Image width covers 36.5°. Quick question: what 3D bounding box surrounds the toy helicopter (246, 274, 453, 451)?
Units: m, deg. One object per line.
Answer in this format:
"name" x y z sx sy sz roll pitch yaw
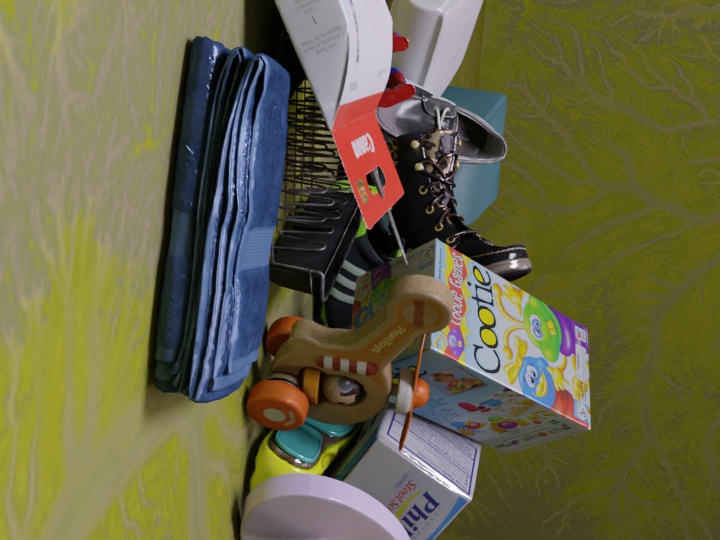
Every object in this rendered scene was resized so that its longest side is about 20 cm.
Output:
"toy helicopter" 0.011 0.067 0.814 0.200 0.132 0.079 -44 -156 46

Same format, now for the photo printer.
"photo printer" 0.076 -0.257 1.198 0.167 0.069 0.201 -56 169 -37

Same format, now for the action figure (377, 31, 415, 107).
"action figure" 0.008 -0.187 0.948 0.200 0.051 0.066 -107 -178 -72

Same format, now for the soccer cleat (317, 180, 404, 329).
"soccer cleat" 0.000 0.000 1.044 0.201 0.080 0.068 88 13 -45

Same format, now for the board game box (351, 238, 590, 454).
"board game box" 0.098 0.072 0.952 0.199 0.104 0.104 28 53 -34

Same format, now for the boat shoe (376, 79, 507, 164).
"boat shoe" 0.076 -0.154 1.131 0.199 0.071 0.073 6 101 -41

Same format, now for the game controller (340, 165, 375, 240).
"game controller" 0.006 -0.028 1.133 0.201 0.042 0.105 88 -13 -45

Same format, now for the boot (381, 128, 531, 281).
"boot" 0.080 -0.056 1.029 0.200 0.073 0.152 -5 -91 62

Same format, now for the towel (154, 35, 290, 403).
"towel" -0.076 -0.028 0.644 0.112 0.048 0.202 -9 105 -82

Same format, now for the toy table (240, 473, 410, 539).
"toy table" -0.026 0.262 0.850 0.200 0.183 0.118 47 30 -37

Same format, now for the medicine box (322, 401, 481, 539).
"medicine box" 0.021 0.198 1.029 0.183 0.103 0.200 -53 -178 21

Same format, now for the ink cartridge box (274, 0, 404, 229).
"ink cartridge box" 0.000 -0.144 0.770 0.201 0.057 0.163 64 16 -7

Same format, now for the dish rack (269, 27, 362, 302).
"dish rack" -0.034 -0.096 0.837 0.154 0.054 0.202 -69 164 -60

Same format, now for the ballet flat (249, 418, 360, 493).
"ballet flat" -0.052 0.153 0.941 0.067 0.066 0.200 -63 173 13

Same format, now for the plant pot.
"plant pot" 0.080 -0.127 1.311 0.200 0.140 0.142 -50 147 -59

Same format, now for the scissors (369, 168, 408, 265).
"scissors" 0.004 -0.102 0.914 0.073 0.014 0.201 97 -25 -62
